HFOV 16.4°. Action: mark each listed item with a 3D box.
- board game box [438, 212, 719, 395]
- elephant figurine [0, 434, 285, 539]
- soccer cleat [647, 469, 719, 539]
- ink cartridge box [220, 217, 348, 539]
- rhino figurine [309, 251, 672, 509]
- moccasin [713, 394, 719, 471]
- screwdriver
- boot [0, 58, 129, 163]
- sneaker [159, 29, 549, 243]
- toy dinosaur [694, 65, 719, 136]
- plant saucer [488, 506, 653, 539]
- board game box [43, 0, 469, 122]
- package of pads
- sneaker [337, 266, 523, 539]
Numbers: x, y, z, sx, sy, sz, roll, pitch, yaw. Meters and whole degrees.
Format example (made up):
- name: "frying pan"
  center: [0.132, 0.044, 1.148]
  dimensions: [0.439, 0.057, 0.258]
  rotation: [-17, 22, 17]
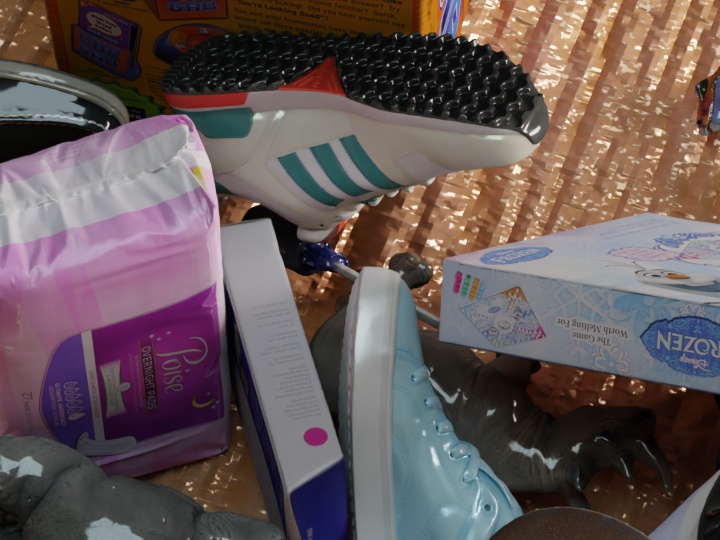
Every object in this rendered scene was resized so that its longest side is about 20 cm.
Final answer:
- name: "board game box"
  center: [0.171, 0.015, 1.142]
  dimensions: [0.199, 0.044, 0.200]
  rotation: [11, 13, 33]
- name: "elephant figurine"
  center: [-0.150, 0.187, 1.113]
  dimensions: [0.141, 0.155, 0.200]
  rotation: [28, 65, -3]
- name: "soccer cleat"
  center: [0.150, 0.132, 1.079]
  dimensions: [0.068, 0.200, 0.073]
  rotation: [48, 28, 14]
- name: "ink cartridge box"
  center: [-0.034, 0.078, 1.165]
  dimensions: [0.037, 0.095, 0.200]
  rotation: [-9, 47, -7]
- name: "rhino figurine"
  center: [0.062, 0.064, 1.212]
  dimensions: [0.200, 0.060, 0.088]
  rotation: [25, 59, 20]
- name: "moccasin"
  center: [0.193, 0.096, 1.159]
  dimensions: [0.068, 0.081, 0.200]
  rotation: [17, 26, -16]
- name: "screwdriver"
  center: [0.000, 0.000, 1.215]
  dimensions: [0.200, 0.028, 0.029]
  rotation: [21, 86, 52]
- name: "boot"
  center: [-0.225, -0.028, 1.270]
  dimensions: [0.203, 0.074, 0.154]
  rotation: [2, 63, 7]
- name: "sneaker"
  center: [0.001, -0.059, 1.205]
  dimensions: [0.199, 0.094, 0.070]
  rotation: [6, 38, 24]
- name: "toy dinosaur"
  center: [0.253, -0.044, 1.284]
  dimensions: [0.105, 0.200, 0.182]
  rotation: [-47, 37, 19]
- name: "plant saucer"
  center: [0.096, 0.200, 1.055]
  dimensions: [0.032, 0.200, 0.200]
  rotation: [-14, 57, -37]
- name: "board game box"
  center: [-0.042, -0.199, 1.287]
  dimensions: [0.199, 0.200, 0.200]
  rotation: [11, 61, 7]
- name: "package of pads"
  center: [-0.123, 0.021, 1.164]
  dimensions: [0.120, 0.200, 0.076]
  rotation: [-15, 56, -11]
- name: "sneaker"
  center: [0.033, 0.096, 1.162]
  dimensions: [0.082, 0.074, 0.201]
  rotation: [-4, 96, -6]
